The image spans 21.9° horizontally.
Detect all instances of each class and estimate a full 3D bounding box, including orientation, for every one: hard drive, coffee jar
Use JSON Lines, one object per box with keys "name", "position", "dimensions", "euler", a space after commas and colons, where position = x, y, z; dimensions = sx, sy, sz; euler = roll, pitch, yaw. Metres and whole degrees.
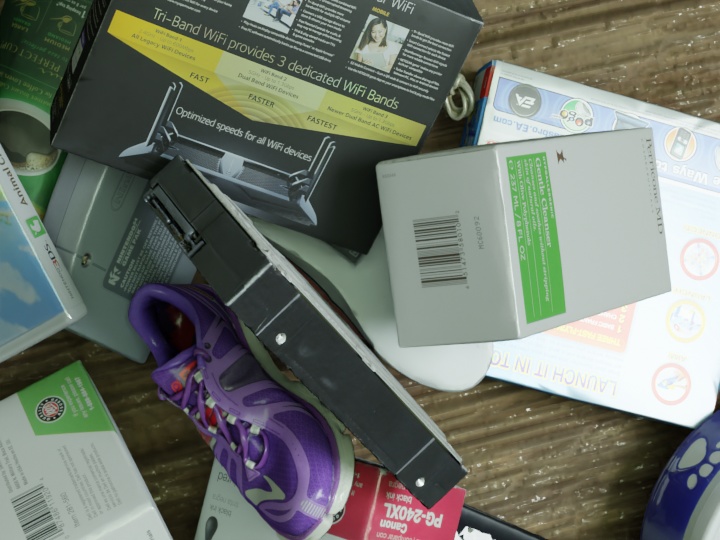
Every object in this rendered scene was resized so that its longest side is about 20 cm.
{"name": "hard drive", "position": [-0.030, 0.033, 1.022], "dimensions": [0.038, 0.140, 0.200], "euler": [-43, 127, 0]}
{"name": "coffee jar", "position": [-0.196, -0.090, 1.140], "dimensions": [0.103, 0.085, 0.202], "euler": [24, 84, 1]}

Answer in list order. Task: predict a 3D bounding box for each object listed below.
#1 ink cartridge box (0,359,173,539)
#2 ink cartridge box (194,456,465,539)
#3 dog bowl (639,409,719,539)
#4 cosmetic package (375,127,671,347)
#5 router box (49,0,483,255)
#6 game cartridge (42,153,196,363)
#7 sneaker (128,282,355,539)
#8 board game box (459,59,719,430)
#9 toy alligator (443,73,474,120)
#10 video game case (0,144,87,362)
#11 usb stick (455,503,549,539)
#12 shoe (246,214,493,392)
{"name": "ink cartridge box", "position": [-0.219, 0.164, 1.093], "dimensions": [0.199, 0.146, 0.085], "euler": [-27, 132, -8]}
{"name": "ink cartridge box", "position": [-0.035, 0.209, 1.122], "dimensions": [0.083, 0.144, 0.202], "euler": [19, 84, -46]}
{"name": "dog bowl", "position": [0.281, 0.180, 1.189], "dimensions": [0.198, 0.079, 0.202], "euler": [-5, 104, -19]}
{"name": "cosmetic package", "position": [0.098, -0.023, 1.074], "dimensions": [0.084, 0.199, 0.109], "euler": [-6, 95, 35]}
{"name": "router box", "position": [-0.054, -0.113, 1.033], "dimensions": [0.198, 0.052, 0.158], "euler": [19, 116, -20]}
{"name": "game cartridge", "position": [-0.129, -0.052, 1.132], "dimensions": [0.040, 0.133, 0.202], "euler": [21, 83, 25]}
{"name": "sneaker", "position": [-0.079, 0.082, 1.085], "dimensions": [0.083, 0.200, 0.081], "euler": [15, 117, -49]}
{"name": "board game box", "position": [0.151, -0.014, 1.212], "dimensions": [0.198, 0.056, 0.198], "euler": [15, 86, -9]}
{"name": "toy alligator", "position": [0.058, -0.200, 1.208], "dimensions": [0.054, 0.059, 0.202], "euler": [-18, 98, -52]}
{"name": "video game case", "position": [-0.270, -0.018, 1.093], "dimensions": [0.199, 0.022, 0.183], "euler": [-26, 93, 35]}
{"name": "usb stick", "position": [0.088, 0.190, 1.207], "dimensions": [0.198, 0.033, 0.056], "euler": [24, 78, -8]}
{"name": "shoe", "position": [0.000, 0.000, 1.161], "dimensions": [0.200, 0.091, 0.072], "euler": [40, 84, 1]}
